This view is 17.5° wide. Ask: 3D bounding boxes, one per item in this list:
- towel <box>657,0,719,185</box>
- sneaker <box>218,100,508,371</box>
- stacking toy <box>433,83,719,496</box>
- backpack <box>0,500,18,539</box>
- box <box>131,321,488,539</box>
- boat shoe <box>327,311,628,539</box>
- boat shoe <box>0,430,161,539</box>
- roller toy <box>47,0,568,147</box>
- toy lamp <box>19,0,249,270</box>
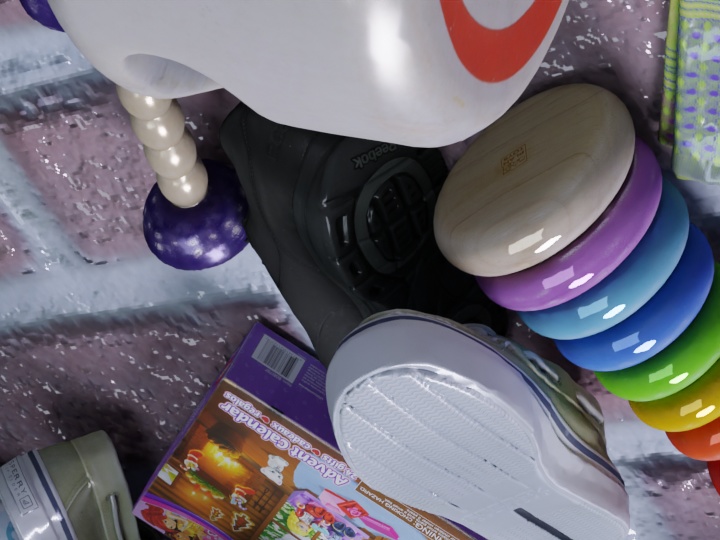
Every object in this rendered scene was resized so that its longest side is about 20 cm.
[{"bbox_3d":[0.197,-0.064,0.779,0.198,0.023,0.144,16,139,17],"label":"towel"},{"bbox_3d":[0.000,0.000,0.936,0.090,0.076,0.201,30,151,35],"label":"sneaker"},{"bbox_3d":[0.115,0.026,0.883,0.085,0.086,0.200,-16,127,41],"label":"stacking toy"},{"bbox_3d":[-0.264,0.149,1.205,0.198,0.154,0.164,10,131,4],"label":"backpack"},{"bbox_3d":[0.004,0.122,1.074,0.199,0.039,0.137,33,141,-3],"label":"box"},{"bbox_3d":[0.043,0.055,0.894,0.071,0.063,0.200,-20,149,19],"label":"boat shoe"},{"bbox_3d":[-0.125,0.153,1.166,0.062,0.072,0.201,-23,144,-6],"label":"boat shoe"},{"bbox_3d":[-0.015,-0.138,0.705,0.139,0.183,0.201,11,137,22],"label":"roller toy"},{"bbox_3d":[-0.085,-0.076,0.880,0.058,0.059,0.201,10,149,23],"label":"toy lamp"}]
